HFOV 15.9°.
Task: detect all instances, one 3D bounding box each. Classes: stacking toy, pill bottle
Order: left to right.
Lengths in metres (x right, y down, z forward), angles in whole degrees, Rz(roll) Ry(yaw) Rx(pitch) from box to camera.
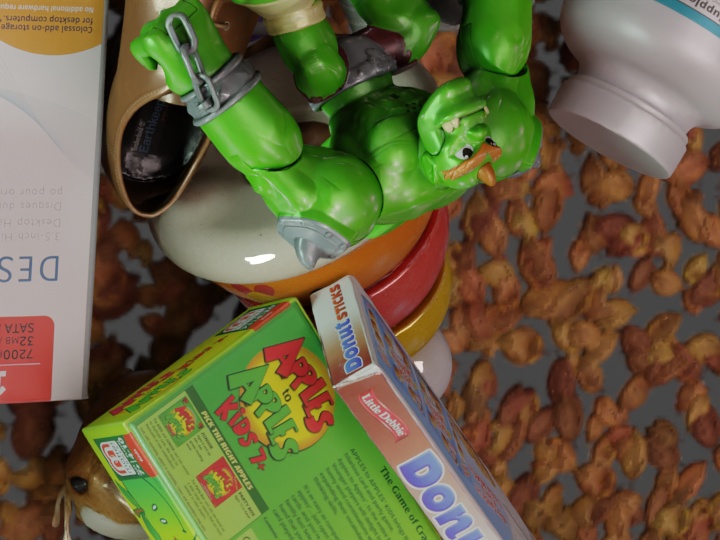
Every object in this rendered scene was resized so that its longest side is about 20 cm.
[{"bbox_3d":[0.000,0.000,1.222,0.146,0.146,0.200,-44,134,-14],"label":"stacking toy"},{"bbox_3d":[0.172,-0.148,1.282,0.111,0.111,0.200,33,84,-31],"label":"pill bottle"}]

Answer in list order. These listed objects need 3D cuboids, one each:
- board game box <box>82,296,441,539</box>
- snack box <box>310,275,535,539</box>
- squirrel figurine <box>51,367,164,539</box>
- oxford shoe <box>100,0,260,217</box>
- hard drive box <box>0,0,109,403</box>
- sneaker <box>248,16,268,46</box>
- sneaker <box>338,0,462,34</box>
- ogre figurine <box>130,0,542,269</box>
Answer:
[{"bbox_3d":[-0.024,0.124,1.130,0.102,0.048,0.200,-36,101,-29],"label":"board game box"},{"bbox_3d":[0.040,0.093,1.155,0.024,0.072,0.200,-29,123,9],"label":"snack box"},{"bbox_3d":[-0.053,0.121,1.216,0.200,0.141,0.187,-28,103,-32],"label":"squirrel figurine"},{"bbox_3d":[-0.069,-0.109,1.093,0.071,0.071,0.200,5,126,-13],"label":"oxford shoe"},{"bbox_3d":[-0.196,-0.045,1.113,0.156,0.077,0.200,-2,102,-29],"label":"hard drive box"},{"bbox_3d":[-0.086,-0.174,1.141,0.080,0.088,0.200,-48,119,-11],"label":"sneaker"},{"bbox_3d":[0.032,-0.176,1.205,0.200,0.075,0.116,-56,140,-38],"label":"sneaker"},{"bbox_3d":[0.009,-0.078,1.074,0.200,0.098,0.120,-27,95,-57],"label":"ogre figurine"}]
